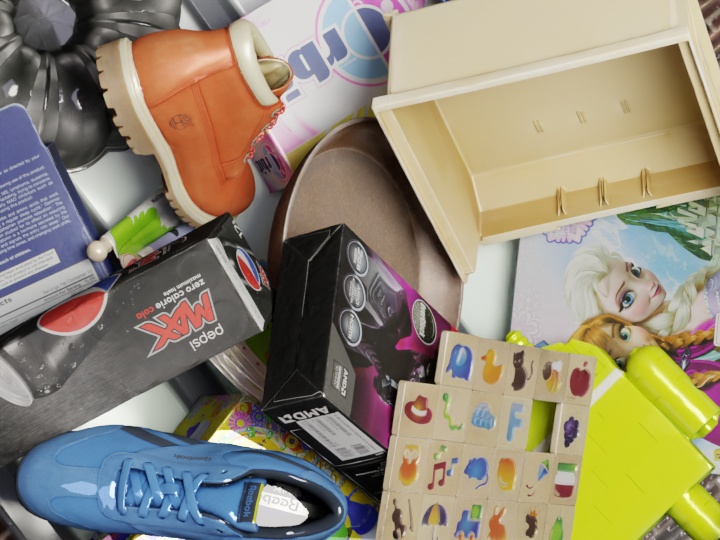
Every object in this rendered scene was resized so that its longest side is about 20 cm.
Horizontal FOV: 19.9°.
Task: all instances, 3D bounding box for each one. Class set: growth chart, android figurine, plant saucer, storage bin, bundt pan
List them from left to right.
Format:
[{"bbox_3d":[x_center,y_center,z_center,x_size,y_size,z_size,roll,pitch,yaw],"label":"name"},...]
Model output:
[{"bbox_3d":[-0.204,-0.165,1.336,0.201,0.076,0.203,2,85,-19],"label":"bundt pan"},{"bbox_3d":[-0.082,0.024,1.349,0.200,0.018,0.145,43,30,-7],"label":"growth chart"},{"bbox_3d":[0.000,0.000,1.350,0.200,0.034,0.201,3,86,-52],"label":"plant saucer"},{"bbox_3d":[0.135,-0.094,1.332,0.199,0.199,0.094,-12,48,16],"label":"storage bin"},{"bbox_3d":[0.153,0.130,1.390,0.182,0.041,0.200,-43,78,7],"label":"android figurine"}]

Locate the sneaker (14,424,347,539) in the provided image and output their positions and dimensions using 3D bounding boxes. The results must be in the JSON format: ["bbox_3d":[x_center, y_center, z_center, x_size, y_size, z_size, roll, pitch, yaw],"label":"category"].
[{"bbox_3d":[-0.104,0.130,1.225,0.200,0.078,0.066,9,84,-15],"label":"sneaker"}]

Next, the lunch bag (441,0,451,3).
[{"bbox_3d":[0.144,-0.234,1.395,0.136,0.132,0.200,54,36,-11],"label":"lunch bag"}]

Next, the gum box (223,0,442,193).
[{"bbox_3d":[-0.002,-0.155,1.409,0.200,0.066,0.114,-33,97,-18],"label":"gum box"}]

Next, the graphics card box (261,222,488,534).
[{"bbox_3d":[0.018,0.074,1.284,0.200,0.051,0.126,42,44,-42],"label":"graphics card box"}]

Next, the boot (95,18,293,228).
[{"bbox_3d":[-0.085,-0.092,1.307,0.107,0.200,0.075,-18,64,6],"label":"boot"}]

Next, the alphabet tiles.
[{"bbox_3d":[0.081,0.128,1.294,0.200,0.008,0.168,12,87,-49],"label":"alphabet tiles"}]

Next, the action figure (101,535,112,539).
[{"bbox_3d":[-0.103,0.230,1.187,0.200,0.149,0.134,30,70,0],"label":"action figure"}]

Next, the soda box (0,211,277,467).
[{"bbox_3d":[-0.152,0.043,1.255,0.200,0.063,0.071,-28,101,15],"label":"soda box"}]

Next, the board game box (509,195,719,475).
[{"bbox_3d":[0.204,0.039,1.429,0.199,0.041,0.201,4,84,15],"label":"board game box"}]

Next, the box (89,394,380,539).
[{"bbox_3d":[-0.079,0.217,1.330,0.193,0.122,0.200,40,75,-12],"label":"box"}]

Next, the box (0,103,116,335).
[{"bbox_3d":[-0.222,0.003,1.310,0.121,0.032,0.200,-24,102,5],"label":"box"}]
